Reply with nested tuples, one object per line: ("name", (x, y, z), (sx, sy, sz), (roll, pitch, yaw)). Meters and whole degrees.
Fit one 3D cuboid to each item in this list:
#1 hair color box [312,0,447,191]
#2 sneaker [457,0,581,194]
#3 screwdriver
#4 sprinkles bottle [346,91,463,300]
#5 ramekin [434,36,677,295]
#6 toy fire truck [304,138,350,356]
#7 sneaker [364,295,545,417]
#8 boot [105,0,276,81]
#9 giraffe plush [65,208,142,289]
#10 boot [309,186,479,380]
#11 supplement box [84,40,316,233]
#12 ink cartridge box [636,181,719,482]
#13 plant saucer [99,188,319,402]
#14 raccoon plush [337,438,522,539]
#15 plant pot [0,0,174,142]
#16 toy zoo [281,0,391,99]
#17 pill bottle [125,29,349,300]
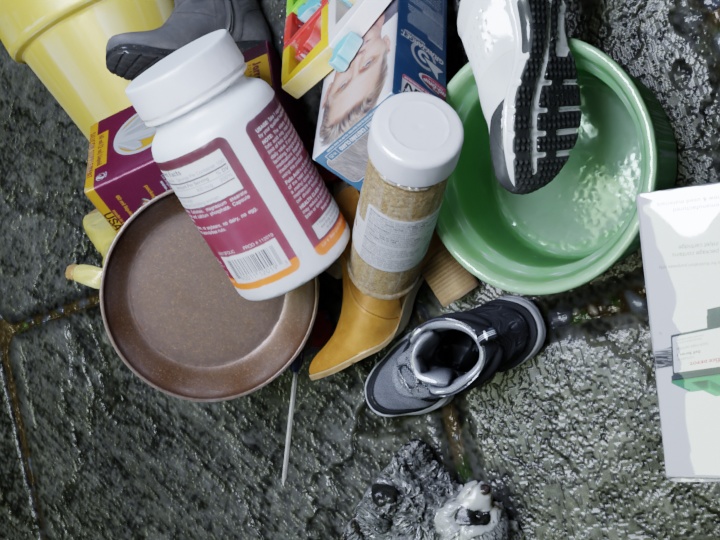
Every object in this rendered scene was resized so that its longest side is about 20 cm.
("hair color box", (0.020, -0.175, 0.843), (0.100, 0.060, 0.201), (-35, 36, 38))
("sneaker", (0.114, -0.157, 0.736), (0.080, 0.073, 0.202), (0, 90, 51))
("screwdriver", (-0.069, 0.114, 0.964), (0.029, 0.028, 0.202), (11, 99, -2))
("sprinkles bottle", (0.030, -0.051, 0.779), (0.068, 0.068, 0.201), (50, 156, 20))
("ramekin", (0.158, -0.085, 0.804), (0.199, 0.097, 0.202), (4, 96, 34))
("toy fire truck", (-0.052, -0.019, 0.984), (0.140, 0.049, 0.202), (-16, 87, 32))
("sneaker", (0.060, 0.083, 0.877), (0.199, 0.113, 0.076), (-31, 77, 32))
("boot", (-0.172, -0.256, 0.958), (0.069, 0.199, 0.133), (-12, 91, 42))
("giraffe plush", (-0.195, 0.017, 1.034), (0.171, 0.201, 0.163), (-12, 122, 12))
("boot", (0.000, 0.000, 0.927), (0.200, 0.071, 0.145), (-34, 87, 19))
("supplement box", (-0.152, -0.118, 0.934), (0.199, 0.086, 0.111), (-23, 43, 10))
("ink cartridge box", (0.267, 0.038, 0.712), (0.084, 0.146, 0.202), (-6, 92, 32))
("plant saucer", (-0.138, 0.019, 0.909), (0.037, 0.198, 0.203), (-157, 67, -74))
("raccoon plush", (0.066, 0.247, 0.931), (0.134, 0.097, 0.201), (38, 144, 12))
("plant pot", (-0.256, -0.232, 1.028), (0.200, 0.201, 0.190), (-23, 97, 34))
("toy zoo", (-0.022, -0.239, 0.886), (0.131, 0.020, 0.201), (-40, 33, 31))
("pill bottle", (-0.101, -0.086, 0.816), (0.113, 0.114, 0.201), (-13, 117, 34))
